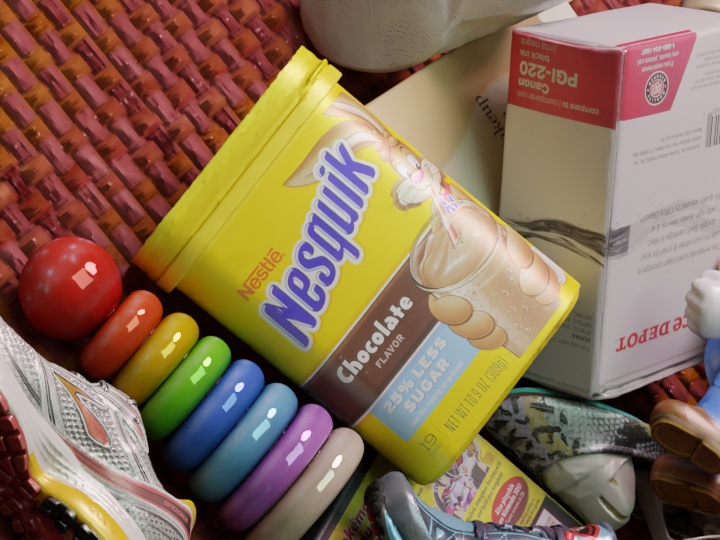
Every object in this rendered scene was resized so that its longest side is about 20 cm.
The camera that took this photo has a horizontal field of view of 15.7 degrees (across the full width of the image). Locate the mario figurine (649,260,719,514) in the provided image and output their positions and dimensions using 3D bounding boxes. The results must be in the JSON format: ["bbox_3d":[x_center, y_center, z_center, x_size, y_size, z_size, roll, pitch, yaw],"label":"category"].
[{"bbox_3d":[0.213,0.037,1.474,0.106,0.123,0.200,42,58,-8],"label":"mario figurine"}]

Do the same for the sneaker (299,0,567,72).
[{"bbox_3d":[0.061,-0.162,1.505,0.088,0.199,0.076,-16,96,-57],"label":"sneaker"}]

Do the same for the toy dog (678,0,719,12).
[{"bbox_3d":[0.304,-0.163,1.717,0.199,0.096,0.133,16,60,-27],"label":"toy dog"}]

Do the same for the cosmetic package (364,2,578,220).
[{"bbox_3d":[0.065,-0.076,1.529,0.200,0.071,0.106,-37,91,-40],"label":"cosmetic package"}]

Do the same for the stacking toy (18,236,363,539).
[{"bbox_3d":[-0.096,0.059,1.360,0.200,0.085,0.085,41,51,-2],"label":"stacking toy"}]

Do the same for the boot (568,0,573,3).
[{"bbox_3d":[0.092,-0.207,1.568,0.199,0.138,0.078,-8,73,-37],"label":"boot"}]

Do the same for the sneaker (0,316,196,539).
[{"bbox_3d":[-0.159,0.081,1.308,0.201,0.078,0.082,55,46,-12],"label":"sneaker"}]

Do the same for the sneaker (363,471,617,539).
[{"bbox_3d":[0.088,0.158,1.376,0.200,0.096,0.079,41,7,-20],"label":"sneaker"}]

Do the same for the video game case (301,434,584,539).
[{"bbox_3d":[0.047,0.186,1.422,0.181,0.025,0.201,41,52,-12],"label":"video game case"}]

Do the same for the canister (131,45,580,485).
[{"bbox_3d":[0.000,0.000,1.395,0.200,0.087,0.149,39,85,-4],"label":"canister"}]

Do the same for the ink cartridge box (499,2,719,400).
[{"bbox_3d":[0.151,-0.043,1.489,0.145,0.084,0.202,-15,113,-48],"label":"ink cartridge box"}]

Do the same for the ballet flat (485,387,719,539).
[{"bbox_3d":[0.160,0.123,1.498,0.199,0.072,0.073,19,59,-27],"label":"ballet flat"}]
